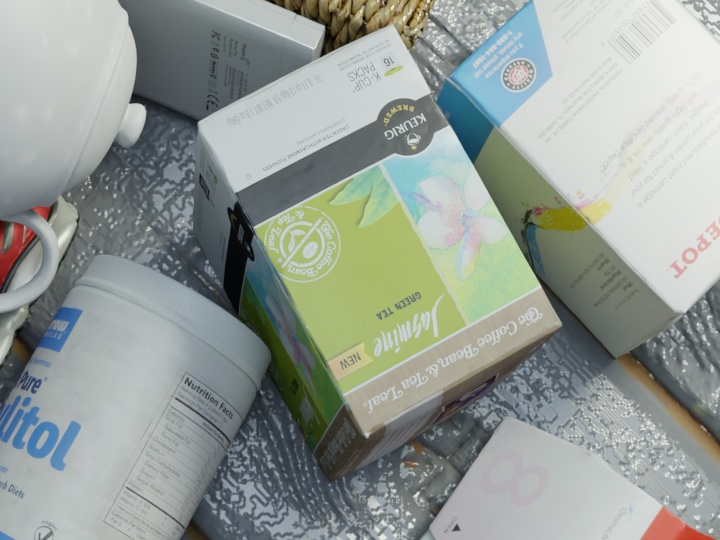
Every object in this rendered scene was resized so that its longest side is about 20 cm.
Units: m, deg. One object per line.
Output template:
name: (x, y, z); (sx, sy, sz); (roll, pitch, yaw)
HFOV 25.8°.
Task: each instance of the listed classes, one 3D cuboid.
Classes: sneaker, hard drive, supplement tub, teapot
sneaker: (-0.251, 0.025, 0.962); (0.084, 0.077, 0.202); (32, 64, -14)
hard drive: (-0.122, -0.147, 0.988); (0.198, 0.132, 0.027); (22, 64, 3)
supplement tub: (-0.152, 0.108, 0.929); (0.131, 0.132, 0.202); (27, 74, 1)
teapot: (-0.193, -0.103, 0.889); (0.145, 0.200, 0.199); (23, 57, -18)

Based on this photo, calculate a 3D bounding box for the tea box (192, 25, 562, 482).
tea box: (0.000, 0.000, 0.936); (0.133, 0.200, 0.198); (-28, 80, -12)

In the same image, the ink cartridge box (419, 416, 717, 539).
ink cartridge box: (0.116, 0.189, 0.918); (0.163, 0.199, 0.057); (-52, 125, -15)

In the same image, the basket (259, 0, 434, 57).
basket: (-0.013, -0.224, 1.016); (0.148, 0.143, 0.202); (25, 68, -6)

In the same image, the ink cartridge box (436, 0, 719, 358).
ink cartridge box: (0.161, -0.074, 1.001); (0.147, 0.145, 0.200); (-41, 84, -14)
